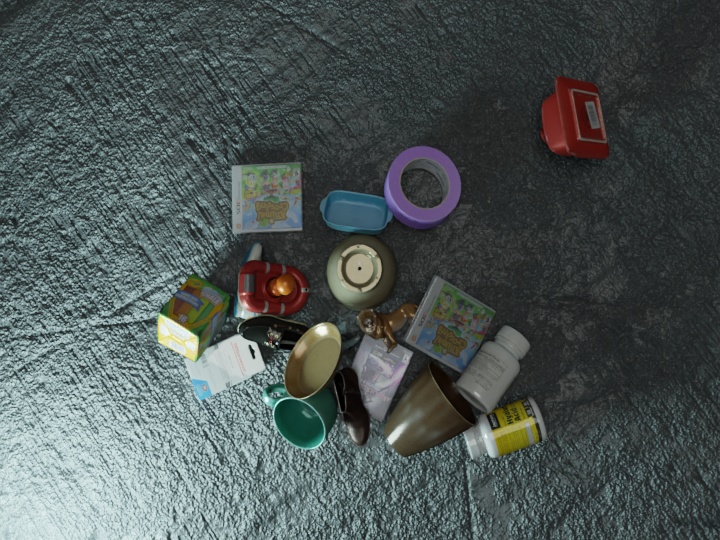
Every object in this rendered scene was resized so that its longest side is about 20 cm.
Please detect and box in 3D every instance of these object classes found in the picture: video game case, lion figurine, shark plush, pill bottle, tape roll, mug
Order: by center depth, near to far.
[{"bbox_3d":[0.360,0.403,1.672,0.194,0.111,0.115,-20,85,2],"label":"pill bottle"},{"bbox_3d":[0.338,0.246,1.677,0.114,0.115,0.201,38,77,5],"label":"pill bottle"},{"bbox_3d":[-0.142,0.343,1.689,0.150,0.115,0.188,-28,100,32],"label":"mug"},{"bbox_3d":[0.230,0.142,1.702,0.196,0.022,0.186,29,87,-17],"label":"video game case"},{"bbox_3d":[-0.087,0.230,1.726,0.193,0.083,0.094,-13,85,3],"label":"shark plush"},{"bbox_3d":[0.161,-0.216,1.730,0.193,0.066,0.207,2,75,-8],"label":"tape roll"},{"bbox_3d":[0.094,0.132,1.733,0.195,0.073,0.125,-22,73,-21],"label":"lion figurine"},{"bbox_3d":[0.038,0.276,1.749,0.140,0.019,0.205,25,87,5],"label":"video game case"},{"bbox_3d":[-0.253,-0.197,1.800,0.193,0.022,0.189,-2,86,3],"label":"video game case"}]

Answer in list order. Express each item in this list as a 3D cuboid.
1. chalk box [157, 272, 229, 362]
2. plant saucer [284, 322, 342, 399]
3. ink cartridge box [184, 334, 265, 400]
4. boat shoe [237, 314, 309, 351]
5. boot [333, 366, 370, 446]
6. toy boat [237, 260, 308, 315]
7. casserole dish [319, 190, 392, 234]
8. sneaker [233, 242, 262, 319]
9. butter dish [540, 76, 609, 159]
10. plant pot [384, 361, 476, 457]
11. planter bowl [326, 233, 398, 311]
[{"bbox_3d":[-0.419,0.107,1.717,0.122,0.125,0.202,26,48,5],"label":"chalk box"},{"bbox_3d":[-0.108,0.227,1.629,0.035,0.199,0.202,36,89,-34],"label":"plant saucer"},{"bbox_3d":[-0.349,0.246,1.750,0.195,0.067,0.119,-24,84,2],"label":"ink cartridge box"},{"bbox_3d":[-0.217,0.164,1.704,0.196,0.064,0.075,10,118,-27],"label":"boat shoe"},{"bbox_3d":[-0.030,0.346,1.653,0.070,0.166,0.207,-11,83,11],"label":"boot"},{"bbox_3d":[-0.210,0.042,1.693,0.129,0.196,0.135,-12,74,47],"label":"toy boat"},{"bbox_3d":[-0.012,-0.148,1.752,0.193,0.039,0.124,9,53,3],"label":"casserole dish"},{"bbox_3d":[-0.283,0.029,1.766,0.078,0.076,0.207,12,82,-19],"label":"sneaker"},{"bbox_3d":[0.530,-0.373,1.710,0.195,0.146,0.207,-4,82,-37],"label":"butter dish"},{"bbox_3d":[0.160,0.370,1.667,0.199,0.187,0.188,-42,84,12],"label":"plant pot"},{"bbox_3d":[0.000,0.000,1.714,0.193,0.135,0.208,0,86,4],"label":"planter bowl"}]
